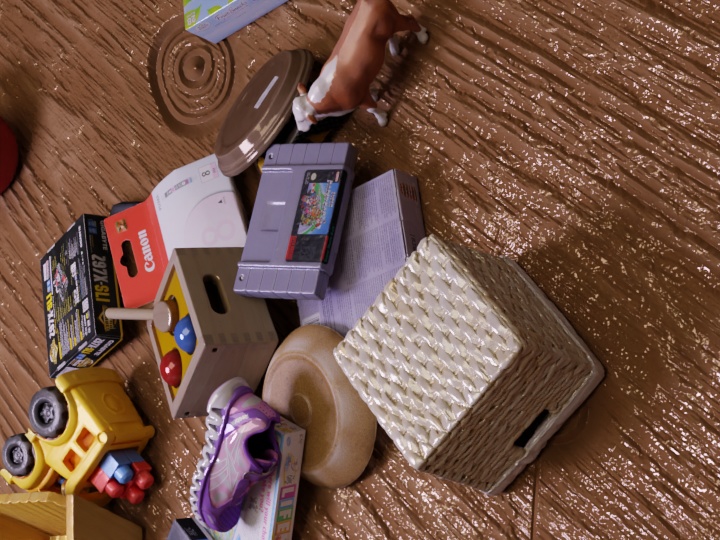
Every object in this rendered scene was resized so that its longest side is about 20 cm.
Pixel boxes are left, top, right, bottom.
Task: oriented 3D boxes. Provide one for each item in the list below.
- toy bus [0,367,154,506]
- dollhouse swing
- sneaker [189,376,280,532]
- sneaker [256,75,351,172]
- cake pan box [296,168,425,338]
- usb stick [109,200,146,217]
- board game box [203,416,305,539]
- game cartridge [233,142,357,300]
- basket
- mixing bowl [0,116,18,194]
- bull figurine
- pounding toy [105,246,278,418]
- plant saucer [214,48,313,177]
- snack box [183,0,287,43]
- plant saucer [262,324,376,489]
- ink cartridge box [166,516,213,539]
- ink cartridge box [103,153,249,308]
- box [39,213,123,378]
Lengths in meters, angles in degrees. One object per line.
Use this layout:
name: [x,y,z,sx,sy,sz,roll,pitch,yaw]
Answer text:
toy bus: [-0.377,0.264,1.902,0.192,0.135,0.200,46,112,23]
dollhouse swing: [-0.419,0.418,1.865,0.199,0.182,0.177,-9,56,40]
sneaker: [-0.141,0.230,1.616,0.088,0.080,0.201,23,116,24]
sneaker: [-0.076,-0.207,1.785,0.090,0.070,0.200,47,112,36]
cake pan box: [0.000,0.000,1.671,0.184,0.052,0.201,-27,61,37]
usb stick: [-0.294,-0.075,1.973,0.199,0.033,0.056,0,78,42]
board game box: [-0.134,0.268,1.688,0.134,0.034,0.201,24,111,44]
game cartridge: [-0.079,-0.063,1.685,0.129,0.038,0.201,0,69,36]
basket: [0.112,0.101,1.464,0.198,0.160,0.200,-51,51,18]
mixing bowl: [-0.640,-0.188,2.271,0.199,0.108,0.201,-13,70,39]
bull figurine: [-0.003,-0.248,1.694,0.065,0.121,0.201,41,106,42]
pounding toy: [-0.222,0.072,1.761,0.184,0.142,0.201,-62,39,43]
plant saucer: [-0.133,-0.214,1.809,0.200,0.029,0.200,-44,25,26]
snack box: [-0.179,-0.452,1.953,0.168,0.068,0.201,-23,65,35]
plant saucer: [-0.060,0.166,1.647,0.200,0.035,0.201,7,100,47]
ink cartridge box: [-0.231,0.424,1.743,0.099,0.039,0.201,39,117,41]
ink cartridge box: [-0.252,-0.054,1.864,0.199,0.057,0.163,-20,60,2]
box: [-0.414,0.039,2.021,0.160,0.049,0.201,-39,53,45]
